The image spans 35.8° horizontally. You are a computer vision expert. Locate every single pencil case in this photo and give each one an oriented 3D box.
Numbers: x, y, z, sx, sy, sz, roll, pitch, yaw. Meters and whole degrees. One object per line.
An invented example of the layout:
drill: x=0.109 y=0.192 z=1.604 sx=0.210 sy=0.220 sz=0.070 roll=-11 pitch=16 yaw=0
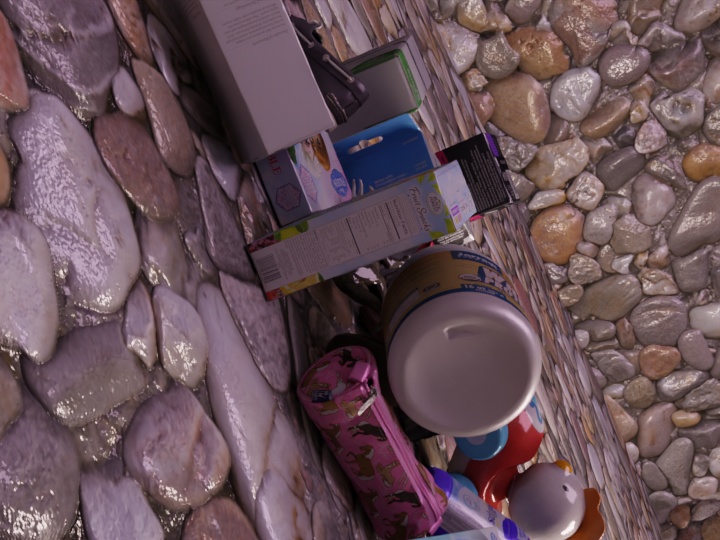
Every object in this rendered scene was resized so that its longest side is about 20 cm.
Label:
pencil case: x=0.014 y=0.171 z=1.076 sx=0.087 sy=0.083 sz=0.200 roll=-104 pitch=169 yaw=-66

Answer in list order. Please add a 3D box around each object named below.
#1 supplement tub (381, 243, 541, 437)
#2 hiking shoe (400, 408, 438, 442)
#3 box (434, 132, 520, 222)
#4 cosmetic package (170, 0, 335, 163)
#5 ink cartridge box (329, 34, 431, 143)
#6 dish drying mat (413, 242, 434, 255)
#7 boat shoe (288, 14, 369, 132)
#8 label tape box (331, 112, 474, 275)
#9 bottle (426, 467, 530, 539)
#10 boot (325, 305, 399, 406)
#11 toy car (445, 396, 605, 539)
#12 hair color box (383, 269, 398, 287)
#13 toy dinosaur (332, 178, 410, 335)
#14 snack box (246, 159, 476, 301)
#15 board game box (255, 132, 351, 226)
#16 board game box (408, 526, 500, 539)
supplement tub: x=0.095 y=0.061 z=1.112 sx=0.200 sy=0.145 sz=0.145 roll=-95 pitch=159 yaw=-70
hiking shoe: x=0.096 y=0.151 z=1.407 sx=0.200 sy=0.076 sz=0.101 roll=-3 pitch=75 yaw=-73
box: x=0.110 y=-0.107 z=1.566 sx=0.106 sy=0.200 sz=0.122 roll=69 pitch=15 yaw=1
cosmetic package: x=-0.111 y=-0.213 z=1.104 sx=0.200 sy=0.081 sz=0.113 roll=65 pitch=-16 yaw=-10
ink cartridge box: x=0.011 y=-0.249 z=1.525 sx=0.200 sy=0.147 sz=0.083 roll=-65 pitch=133 yaw=-68
dish drying mat: x=0.107 y=0.054 z=1.367 sx=0.077 sy=0.018 sz=0.200 roll=-57 pitch=134 yaw=-25
boat shoe: x=-0.060 y=-0.233 z=1.186 sx=0.200 sy=0.063 sz=0.073 roll=56 pitch=-3 yaw=26
label tape box: x=0.041 y=-0.091 z=1.414 sx=0.200 sy=0.143 sz=0.066 roll=53 pitch=21 yaw=-46
bottle: x=0.141 y=0.299 z=1.224 sx=0.200 sy=0.065 sz=0.084 roll=37 pitch=9 yaw=-3
boot: x=0.020 y=0.079 z=1.277 sx=0.186 sy=0.064 sz=0.200 roll=35 pitch=18 yaw=-27
toy car: x=0.210 y=0.250 z=1.343 sx=0.177 sy=0.200 sz=0.184 roll=-68 pitch=162 yaw=13
hair color box: x=0.103 y=0.066 z=1.482 sx=0.200 sy=0.111 sz=0.064 roll=51 pitch=23 yaw=-47
toy dinosaur: x=0.000 y=0.000 z=1.262 sx=0.102 sy=0.077 sz=0.200 roll=35 pitch=43 yaw=-22
snack box: x=0.007 y=-0.043 z=1.125 sx=0.068 sy=0.200 sz=0.169 roll=67 pitch=16 yaw=-4
board game box: x=-0.082 y=-0.158 z=1.276 sx=0.200 sy=0.041 sz=0.200 roll=68 pitch=15 yaw=-3
board game box: x=0.077 y=0.325 z=1.033 sx=0.200 sy=0.047 sz=0.151 roll=8 pitch=60 yaw=-50
